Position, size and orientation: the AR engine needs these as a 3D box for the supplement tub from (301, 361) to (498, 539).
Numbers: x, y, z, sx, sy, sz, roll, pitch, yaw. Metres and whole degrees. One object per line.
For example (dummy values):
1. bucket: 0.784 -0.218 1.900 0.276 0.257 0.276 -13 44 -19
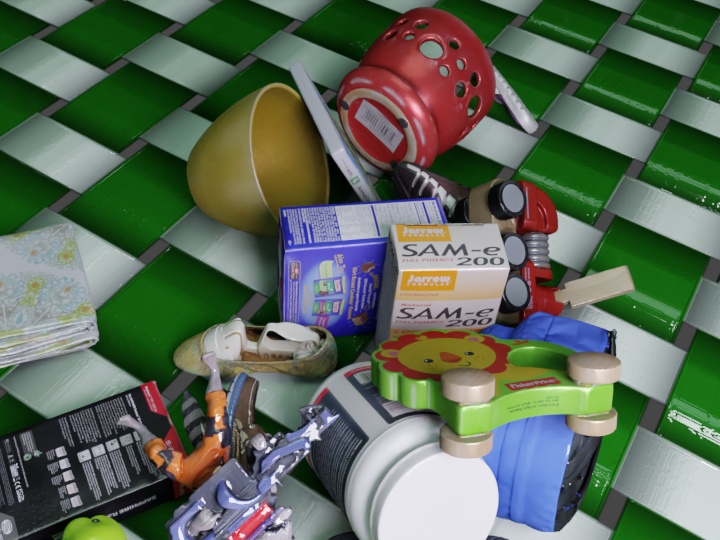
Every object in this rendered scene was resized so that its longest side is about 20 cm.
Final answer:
1. supplement tub: 0.033 0.187 0.842 0.138 0.144 0.200 -14 21 -19

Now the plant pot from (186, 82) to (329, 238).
1. plant pot: -0.149 -0.135 1.159 0.139 0.202 0.202 -8 40 26

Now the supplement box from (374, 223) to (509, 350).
1. supplement box: 0.087 0.043 0.987 0.123 0.203 0.075 -2 46 -7

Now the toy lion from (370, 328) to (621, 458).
1. toy lion: 0.114 0.096 0.807 0.195 0.070 0.192 -5 16 -16

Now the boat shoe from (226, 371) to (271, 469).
1. boat shoe: -0.120 0.205 0.911 0.071 0.073 0.204 8 56 -4

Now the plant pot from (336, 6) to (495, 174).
1. plant pot: 0.074 -0.254 1.276 0.198 0.202 0.183 31 59 22

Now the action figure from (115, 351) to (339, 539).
1. action figure: -0.115 0.178 0.828 0.198 0.105 0.195 -32 76 -9

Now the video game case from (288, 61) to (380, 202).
1. video game case: -0.025 -0.170 1.200 0.022 0.183 0.202 -29 50 6

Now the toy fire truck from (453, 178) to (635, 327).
1. toy fire truck: 0.235 -0.018 1.105 0.196 0.128 0.180 7 76 -31

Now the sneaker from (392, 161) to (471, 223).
1. sneaker: 0.144 -0.097 1.224 0.199 0.076 0.115 42 50 16

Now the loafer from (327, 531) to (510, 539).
1. loafer: 0.060 0.298 0.843 0.195 0.065 0.072 2 14 0

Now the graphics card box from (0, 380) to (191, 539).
1. graphics card box: -0.287 0.207 0.898 0.197 0.051 0.126 -19 52 -23

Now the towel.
1. towel: -0.420 0.030 1.056 0.168 0.049 0.202 -12 49 -21

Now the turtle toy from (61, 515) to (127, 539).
1. turtle toy: -0.204 0.308 0.775 0.145 0.102 0.199 -34 58 -32

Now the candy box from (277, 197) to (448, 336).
1. candy box: 0.000 0.000 1.041 0.195 0.171 0.078 -4 49 -10

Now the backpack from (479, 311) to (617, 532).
1. backpack: 0.172 0.164 0.905 0.164 0.165 0.201 8 35 20

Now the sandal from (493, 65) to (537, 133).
1. sandal: 0.221 -0.295 1.422 0.050 0.082 0.205 -39 51 16

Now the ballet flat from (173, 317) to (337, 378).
1. ballet flat: -0.123 0.087 1.017 0.195 0.072 0.072 4 46 -2
